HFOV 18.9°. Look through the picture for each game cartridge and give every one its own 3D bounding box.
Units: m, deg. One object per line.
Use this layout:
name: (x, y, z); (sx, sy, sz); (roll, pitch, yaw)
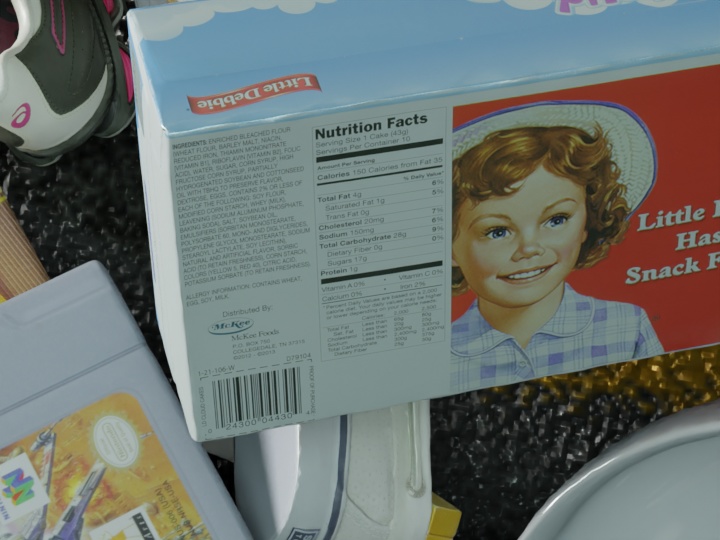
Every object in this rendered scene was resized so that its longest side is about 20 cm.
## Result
game cartridge: (-0.099, 0.104, 0.682); (0.133, 0.042, 0.201); (-24, 66, -17)

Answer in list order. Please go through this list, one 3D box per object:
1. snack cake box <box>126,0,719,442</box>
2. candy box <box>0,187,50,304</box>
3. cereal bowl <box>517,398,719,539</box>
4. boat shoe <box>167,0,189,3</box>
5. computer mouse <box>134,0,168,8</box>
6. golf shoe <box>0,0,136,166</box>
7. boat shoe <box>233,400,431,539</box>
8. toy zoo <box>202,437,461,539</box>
snack cake box: (0.037, -0.028, 0.640); (0.199, 0.067, 0.116); (-9, 129, -10)
candy box: (-0.168, 0.020, 0.764); (0.115, 0.055, 0.201); (-27, 81, -14)
cereal bowl: (0.141, 0.130, 0.674); (0.199, 0.083, 0.202); (6, 105, 24)
boat shoe: (-0.079, -0.182, 0.750); (0.069, 0.071, 0.201); (-26, 80, 4)
computer mouse: (-0.048, -0.122, 0.796); (0.109, 0.044, 0.202); (-8, 88, 0)
golf shoe: (-0.145, -0.134, 0.768); (0.077, 0.088, 0.201); (-33, 79, 12)
boat shoe: (0.000, 0.000, 0.736); (0.069, 0.071, 0.201); (10, 67, -25)
toy zoo: (-0.041, 0.131, 0.766); (0.131, 0.020, 0.201); (17, 89, 34)
